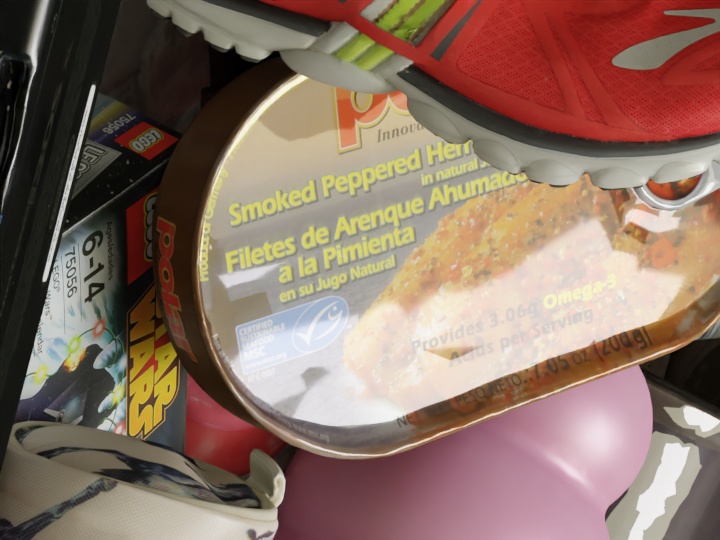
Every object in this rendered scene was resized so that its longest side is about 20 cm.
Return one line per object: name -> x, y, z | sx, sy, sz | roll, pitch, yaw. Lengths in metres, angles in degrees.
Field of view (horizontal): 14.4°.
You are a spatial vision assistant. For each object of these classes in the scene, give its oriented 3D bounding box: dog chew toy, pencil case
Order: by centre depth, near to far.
pencil case -> -0.079, 0.137, 0.739 | 0.089, 0.078, 0.201 | 18, 87, -38
dog chew toy -> 0.018, 0.093, 0.866 | 0.201, 0.124, 0.125 | -58, 154, -8

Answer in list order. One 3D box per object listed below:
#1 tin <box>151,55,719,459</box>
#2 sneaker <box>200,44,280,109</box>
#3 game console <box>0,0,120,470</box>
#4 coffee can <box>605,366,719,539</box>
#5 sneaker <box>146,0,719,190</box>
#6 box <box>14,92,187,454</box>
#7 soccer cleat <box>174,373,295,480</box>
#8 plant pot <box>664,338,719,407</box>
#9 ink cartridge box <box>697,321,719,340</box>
tin -> 0.032, -0.019, 0.801 | 0.199, 0.042, 0.113 | -17, 110, -29
sneaker -> 0.026, -0.076, 0.850 | 0.200, 0.075, 0.116 | -43, 124, -36
game console -> -0.128, -0.035, 0.634 | 0.176, 0.116, 0.201 | -32, 136, -88
coffee can -> 0.038, 0.117, 0.993 | 0.201, 0.146, 0.146 | -64, 154, 2
sneaker -> 0.027, -0.083, 0.722 | 0.085, 0.199, 0.077 | 97, 11, -47
box -> -0.104, 0.067, 0.802 | 0.137, 0.040, 0.201 | -40, 146, -41
soccer cleat -> 0.000, 0.000, 0.918 | 0.200, 0.067, 0.077 | -42, 163, -36
plant pot -> 0.195, 0.075, 1.196 | 0.092, 0.200, 0.202 | 1, 114, -51
ink cartridge box -> 0.128, -0.055, 1.070 | 0.200, 0.083, 0.146 | -2, 115, -61
